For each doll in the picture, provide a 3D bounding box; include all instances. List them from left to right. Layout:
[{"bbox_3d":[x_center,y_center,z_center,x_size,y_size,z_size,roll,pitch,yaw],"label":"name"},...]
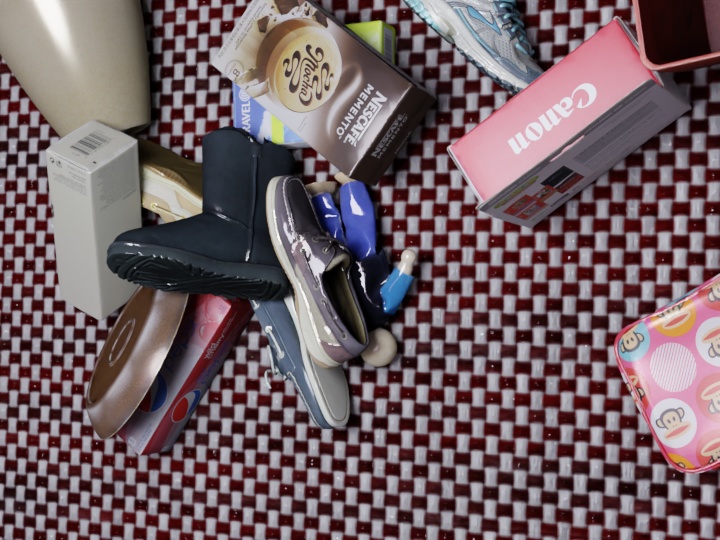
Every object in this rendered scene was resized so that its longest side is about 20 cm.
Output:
[{"bbox_3d":[0.000,0.000,1.419,0.135,0.048,0.203,-17,81,26],"label":"doll"}]

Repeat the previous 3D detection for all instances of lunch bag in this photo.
[{"bbox_3d":[0.347,0.093,1.239,0.198,0.082,0.178,-30,77,20],"label":"lunch bag"}]

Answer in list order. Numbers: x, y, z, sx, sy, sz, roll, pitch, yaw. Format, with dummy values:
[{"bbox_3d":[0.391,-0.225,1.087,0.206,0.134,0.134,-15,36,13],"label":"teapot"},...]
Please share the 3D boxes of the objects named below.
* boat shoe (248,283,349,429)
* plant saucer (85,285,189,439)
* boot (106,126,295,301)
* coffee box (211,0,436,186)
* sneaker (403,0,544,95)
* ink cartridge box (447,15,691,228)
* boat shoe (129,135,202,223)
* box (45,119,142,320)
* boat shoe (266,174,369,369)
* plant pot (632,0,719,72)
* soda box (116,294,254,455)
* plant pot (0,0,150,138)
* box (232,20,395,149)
[{"bbox_3d":[-0.072,0.079,1.434,0.061,0.075,0.202,-29,75,18],"label":"boat shoe"},{"bbox_3d":[-0.244,0.082,1.460,0.032,0.200,0.202,28,102,-18],"label":"plant saucer"},{"bbox_3d":[-0.160,-0.065,1.397,0.076,0.197,0.171,138,136,-56],"label":"boot"},{"bbox_3d":[-0.037,-0.191,1.377,0.199,0.080,0.114,40,101,19],"label":"coffee box"},{"bbox_3d":[0.129,-0.247,1.359,0.200,0.077,0.087,44,101,20],"label":"sneaker"},{"bbox_3d":[0.190,-0.136,1.270,0.199,0.175,0.084,-37,74,18],"label":"ink cartridge box"},{"bbox_3d":[-0.194,-0.080,1.505,0.198,0.074,0.067,29,122,16],"label":"boat shoe"},{"bbox_3d":[-0.285,-0.053,1.482,0.068,0.082,0.202,25,131,24],"label":"box"},{"bbox_3d":[-0.039,-0.004,1.376,0.064,0.072,0.203,-19,83,32],"label":"boat shoe"},{"bbox_3d":[0.349,-0.278,1.204,0.197,0.176,0.203,-9,84,23],"label":"plant pot"},{"bbox_3d":[-0.199,0.102,1.497,0.070,0.063,0.201,36,103,21],"label":"soda box"},{"bbox_3d":[-0.312,-0.241,1.517,0.185,0.187,0.203,-19,94,22],"label":"plant pot"},{"bbox_3d":[-0.059,-0.193,1.457,0.197,0.048,0.124,-3,86,23],"label":"box"}]
